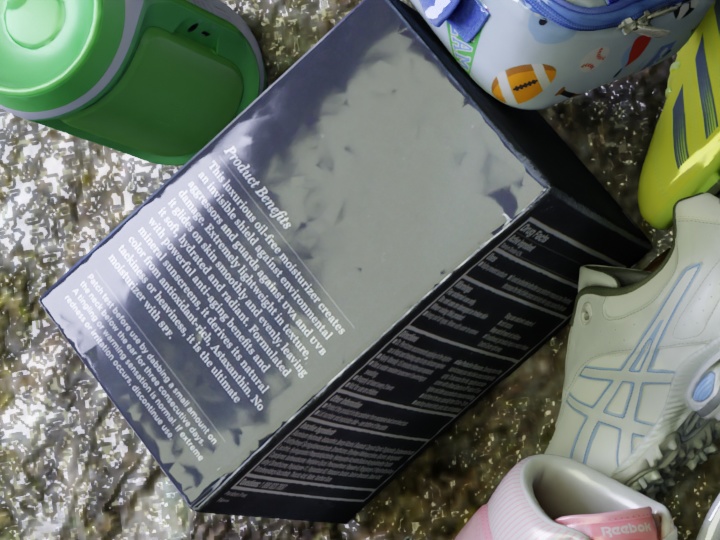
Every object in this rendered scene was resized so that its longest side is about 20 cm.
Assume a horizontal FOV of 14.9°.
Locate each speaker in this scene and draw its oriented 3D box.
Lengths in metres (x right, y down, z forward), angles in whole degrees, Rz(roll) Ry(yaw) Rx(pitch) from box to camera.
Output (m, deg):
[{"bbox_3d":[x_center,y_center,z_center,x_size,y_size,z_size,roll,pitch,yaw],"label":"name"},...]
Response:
[{"bbox_3d":[-0.110,-0.099,1.240,0.088,0.200,0.089,-2,84,18],"label":"speaker"}]

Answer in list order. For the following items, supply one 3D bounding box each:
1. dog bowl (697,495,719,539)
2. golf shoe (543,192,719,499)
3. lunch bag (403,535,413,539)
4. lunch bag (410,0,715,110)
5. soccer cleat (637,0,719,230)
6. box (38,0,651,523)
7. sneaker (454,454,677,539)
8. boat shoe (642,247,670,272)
[{"bbox_3d":[0.240,0.152,1.154,0.199,0.079,0.201,-2,84,19],"label":"dog bowl"},{"bbox_3d":[0.119,0.045,1.192,0.097,0.078,0.200,54,126,12],"label":"golf shoe"},{"bbox_3d":[-0.012,0.215,1.193,0.163,0.118,0.201,-8,50,-10],"label":"lunch bag"},{"bbox_3d":[0.061,-0.161,1.145,0.200,0.160,0.076,51,132,17],"label":"lunch bag"},{"bbox_3d":[0.169,-0.112,1.217,0.083,0.065,0.201,32,89,5],"label":"soccer cleat"},{"bbox_3d":[0.000,0.000,1.195,0.198,0.200,0.123,-41,74,9],"label":"box"},{"bbox_3d":[0.101,0.160,1.116,0.201,0.075,0.105,58,136,37],"label":"sneaker"},{"bbox_3d":[0.210,-0.013,1.177,0.200,0.072,0.072,-32,92,33],"label":"boat shoe"}]
